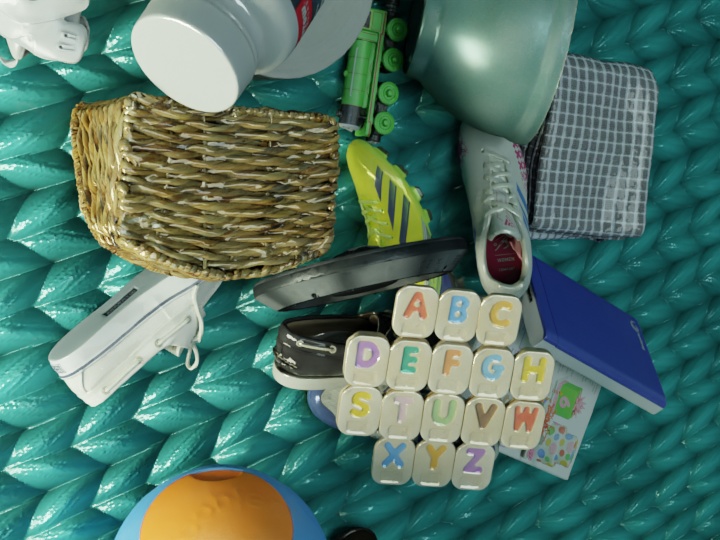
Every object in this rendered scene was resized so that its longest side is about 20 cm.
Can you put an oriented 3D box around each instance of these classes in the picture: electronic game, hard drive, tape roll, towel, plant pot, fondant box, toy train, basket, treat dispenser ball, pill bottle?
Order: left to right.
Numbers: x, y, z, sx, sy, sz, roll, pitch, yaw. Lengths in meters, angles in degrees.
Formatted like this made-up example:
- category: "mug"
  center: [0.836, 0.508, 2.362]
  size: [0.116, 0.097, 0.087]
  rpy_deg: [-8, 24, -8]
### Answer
- category: "basket"
  center: [-0.133, -0.065, 0.912]
  size: [0.197, 0.148, 0.146]
  rpy_deg: [1, 93, -33]
- category: "treat dispenser ball"
  center: [-0.121, 0.272, 0.940]
  size: [0.198, 0.200, 0.205]
  rpy_deg: [-5, 99, -32]
- category: "pill bottle"
  center: [-0.087, -0.223, 0.830]
  size: [0.120, 0.118, 0.202]
  rpy_deg: [46, 55, -29]
- category: "tape roll"
  center: [-0.085, -0.273, 0.967]
  size: [0.199, 0.070, 0.207]
  rpy_deg: [-5, 100, -32]
- category: "electronic game"
  center: [0.000, 0.000, 0.976]
  size: [0.197, 0.199, 0.042]
  rpy_deg: [-10, 85, -31]
- category: "toy train"
  center: [0.014, -0.226, 1.057]
  size: [0.055, 0.042, 0.204]
  rpy_deg: [7, 93, -23]
- category: "plant pot"
  center: [0.115, -0.234, 1.047]
  size: [0.132, 0.200, 0.204]
  rpy_deg: [11, 91, -6]
- category: "fondant box"
  center: [0.171, 0.128, 1.195]
  size: [0.198, 0.058, 0.146]
  rpy_deg: [26, 83, -32]
- category: "towel"
  center: [0.241, -0.131, 1.189]
  size: [0.163, 0.085, 0.204]
  rpy_deg: [1, 96, -32]
- category: "hard drive"
  center: [0.252, 0.068, 1.204]
  size: [0.198, 0.133, 0.025]
  rpy_deg: [29, 125, -30]

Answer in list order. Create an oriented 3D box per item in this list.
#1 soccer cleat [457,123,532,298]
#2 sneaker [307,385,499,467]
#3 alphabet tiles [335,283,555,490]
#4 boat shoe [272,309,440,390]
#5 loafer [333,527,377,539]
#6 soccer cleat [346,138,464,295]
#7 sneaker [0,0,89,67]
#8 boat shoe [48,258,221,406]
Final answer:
- category: "soccer cleat"
  center: [0.143, -0.069, 1.108]
  size: [0.068, 0.086, 0.204]
  rpy_deg: [-9, 87, 2]
- category: "sneaker"
  center: [0.045, 0.140, 1.064]
  size: [0.196, 0.088, 0.077]
  rpy_deg: [14, 94, -6]
- category: "alphabet tiles"
  center: [0.079, 0.112, 1.000]
  size: [0.196, 0.015, 0.199]
  rpy_deg: [6, 107, -9]
- category: "boat shoe"
  center: [0.010, 0.069, 1.059]
  size: [0.196, 0.074, 0.061]
  rpy_deg: [-2, 120, -17]
- category: "loafer"
  center: [-0.007, 0.364, 1.103]
  size: [0.072, 0.071, 0.204]
  rpy_deg: [9, 92, -33]
- category: "soccer cleat"
  center: [0.032, -0.034, 1.081]
  size: [0.083, 0.065, 0.202]
  rpy_deg: [-34, 111, -9]
- category: "sneaker"
  center: [-0.214, -0.234, 0.867]
  size: [0.196, 0.075, 0.117]
  rpy_deg: [-14, 111, -5]
- category: "boat shoe"
  center: [-0.168, 0.047, 0.954]
  size: [0.201, 0.074, 0.087]
  rpy_deg: [-41, 116, -20]
